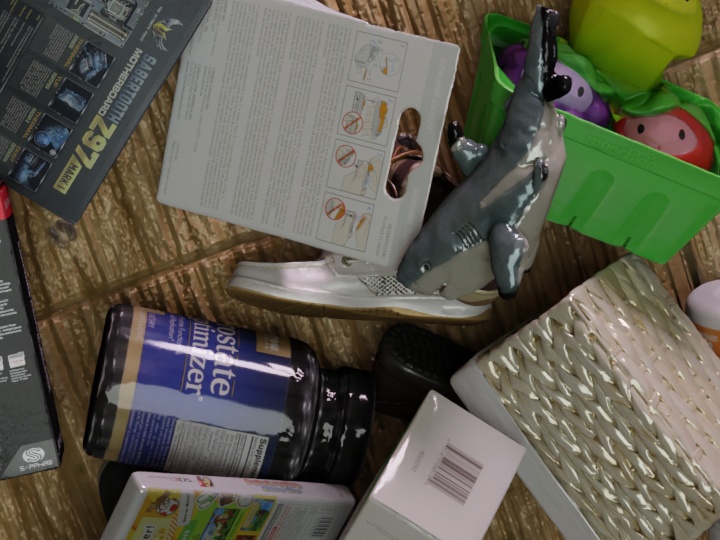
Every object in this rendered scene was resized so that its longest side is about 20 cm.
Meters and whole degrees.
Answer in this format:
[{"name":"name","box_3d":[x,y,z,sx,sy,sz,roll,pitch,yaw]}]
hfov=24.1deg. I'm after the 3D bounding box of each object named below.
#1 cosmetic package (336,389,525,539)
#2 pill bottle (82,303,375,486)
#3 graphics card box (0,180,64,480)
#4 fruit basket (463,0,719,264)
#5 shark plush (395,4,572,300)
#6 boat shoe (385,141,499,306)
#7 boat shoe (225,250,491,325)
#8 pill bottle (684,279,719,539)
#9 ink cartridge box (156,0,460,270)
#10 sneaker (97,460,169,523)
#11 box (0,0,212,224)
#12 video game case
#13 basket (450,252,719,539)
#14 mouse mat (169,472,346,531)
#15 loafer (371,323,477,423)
[{"name":"cosmetic package","box_3d":[0.033,0.191,1.204,0.084,0.108,0.201,31,140,2]},{"name":"pill bottle","box_3d":[-0.094,0.097,1.220,0.197,0.112,0.113,11,103,-10]},{"name":"graphics card box","box_3d":[-0.284,0.049,1.161,0.124,0.051,0.203,-12,100,-6]},{"name":"fruit basket","box_3d":[0.184,-0.136,1.187,0.212,0.156,0.218,0,121,0]},{"name":"shark plush","box_3d":[0.088,-0.068,1.091,0.082,0.091,0.202,20,118,9]},{"name":"boat shoe","box_3d":[0.033,-0.059,1.190,0.200,0.072,0.072,42,63,5]},{"name":"boat shoe","box_3d":[0.000,0.000,1.234,0.197,0.071,0.070,4,84,-14]},{"name":"pill bottle","box_3d":[0.303,0.114,1.274,0.111,0.112,0.203,-6,105,-6]},{"name":"ink cartridge box","box_3d":[-0.035,-0.103,1.169,0.198,0.050,0.164,15,103,14]},{"name":"sneaker","box_3d":[-0.138,0.236,1.247,0.074,0.106,0.201,-29,106,2]},{"name":"box","box_3d":[-0.212,-0.153,1.149,0.157,0.051,0.201,30,115,-12]},{"name":"video game case","box_3d":[-0.118,0.229,1.195,0.180,0.023,0.201,9,120,-37]},{"name":"basket","box_3d":[0.186,0.103,1.198,0.201,0.135,0.123,52,126,8]},{"name":"mouse mat","box_3d":[-0.087,0.213,1.306,0.159,0.008,0.203,-11,107,-4]},{"name":"loafer","box_3d":[0.090,0.108,1.276,0.198,0.073,0.072,28,125,-13]}]
